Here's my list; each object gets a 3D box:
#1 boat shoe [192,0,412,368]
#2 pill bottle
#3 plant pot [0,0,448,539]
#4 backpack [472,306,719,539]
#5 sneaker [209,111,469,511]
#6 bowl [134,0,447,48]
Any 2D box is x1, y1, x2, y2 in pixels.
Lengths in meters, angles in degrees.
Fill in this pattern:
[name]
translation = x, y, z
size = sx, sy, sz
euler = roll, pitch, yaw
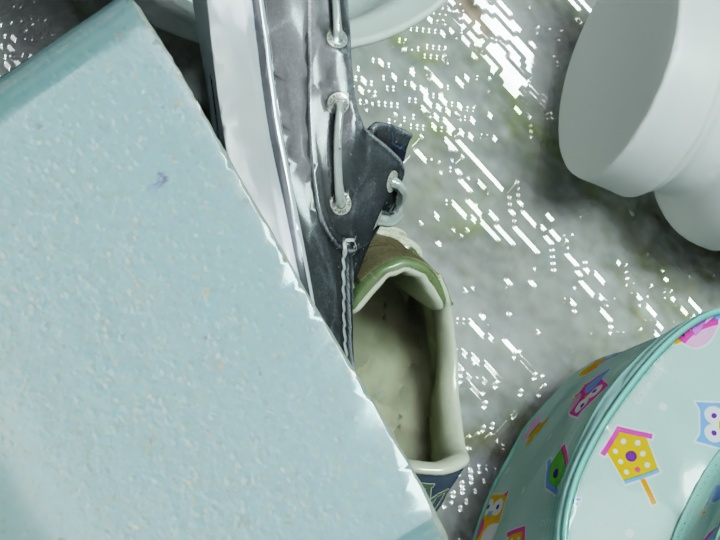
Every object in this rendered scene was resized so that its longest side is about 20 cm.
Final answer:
[boat shoe]
translation = -0.014, -0.033, 0.940
size = 0.067, 0.072, 0.201
euler = -9, 89, -7
[pill bottle]
translation = 0.189, -0.053, 1.106
size = 0.199, 0.116, 0.117
euler = 18, 68, -20
[plant pot]
translation = -0.127, 0.063, 0.884
size = 0.199, 0.196, 0.197
euler = -30, 89, -19
[backpack]
translation = 0.149, 0.115, 1.020
size = 0.200, 0.153, 0.176
euler = 38, 68, -4
[sneaker]
translation = 0.000, 0.000, 1.012
size = 0.067, 0.090, 0.202
euler = -6, 77, -26
[bowl]
translation = -0.050, -0.164, 1.036
size = 0.200, 0.090, 0.203
euler = 7, 73, -23
